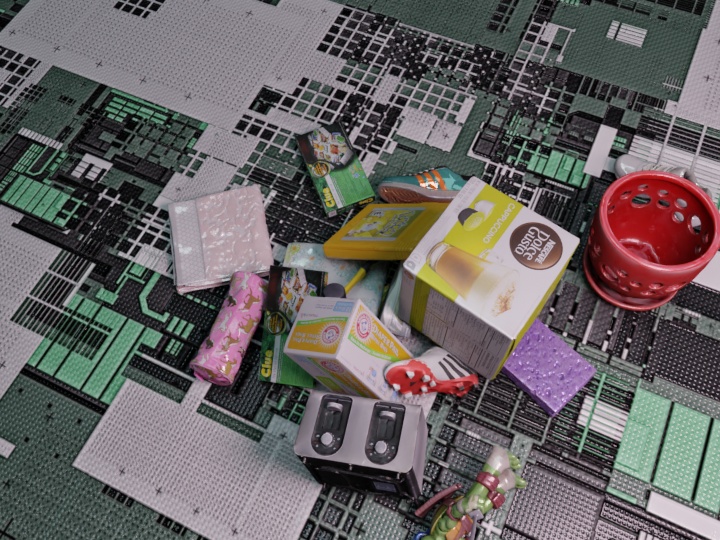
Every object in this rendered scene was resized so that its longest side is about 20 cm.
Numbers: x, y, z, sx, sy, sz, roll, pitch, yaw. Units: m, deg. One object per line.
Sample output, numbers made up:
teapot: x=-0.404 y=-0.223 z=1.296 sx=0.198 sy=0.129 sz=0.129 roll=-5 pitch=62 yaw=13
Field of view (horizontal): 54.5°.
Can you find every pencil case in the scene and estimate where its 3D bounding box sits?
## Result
pencil case: x=-0.226 y=0.102 z=1.230 sx=0.082 sy=0.087 sz=0.201 roll=24 pitch=63 yaw=-6

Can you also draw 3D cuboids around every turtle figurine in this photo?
turtle figurine: x=0.191 y=0.376 z=1.035 sx=0.194 sy=0.200 sz=0.144 roll=-46 pitch=103 yaw=-23

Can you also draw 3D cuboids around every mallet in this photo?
mallet: x=0.000 y=0.000 z=1.212 sx=0.041 sy=0.066 sz=0.200 roll=26 pitch=61 yaw=23

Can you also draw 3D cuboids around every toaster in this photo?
toaster: x=0.012 y=0.275 z=1.077 sx=0.179 sy=0.200 sz=0.119 roll=6 pitch=60 yaw=15

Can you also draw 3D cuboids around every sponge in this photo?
sponge: x=0.294 y=0.145 z=1.211 sx=0.111 sy=0.030 sz=0.200 roll=-40 pitch=66 yaw=-17

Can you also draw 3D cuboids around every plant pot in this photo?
plant pot: x=0.493 y=-0.044 z=1.212 sx=0.198 sy=0.183 sz=0.202 roll=-1 pitch=63 yaw=3

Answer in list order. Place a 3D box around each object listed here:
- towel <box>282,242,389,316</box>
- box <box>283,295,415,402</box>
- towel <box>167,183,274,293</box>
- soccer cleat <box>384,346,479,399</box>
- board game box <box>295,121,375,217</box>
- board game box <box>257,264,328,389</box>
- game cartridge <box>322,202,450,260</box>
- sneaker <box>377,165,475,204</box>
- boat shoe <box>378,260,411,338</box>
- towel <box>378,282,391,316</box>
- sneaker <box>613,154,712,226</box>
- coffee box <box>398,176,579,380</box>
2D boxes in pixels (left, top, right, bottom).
towel: x=-0.057 y=0.029 z=1.265 sx=0.198 sy=0.048 sz=0.172 roll=6 pitch=59 yaw=11
box: x=-0.013 y=0.135 z=1.119 sx=0.112 sy=0.200 sz=0.102 roll=1 pitch=58 yaw=37
towel: x=-0.272 y=-0.065 z=1.347 sx=0.189 sy=0.032 sz=0.201 roll=-12 pitch=63 yaw=-4
soccer cleat: x=0.113 y=0.162 z=1.149 sx=0.199 sy=0.069 sz=0.086 roll=11 pitch=42 yaw=-36
board game box: x=-0.053 y=-0.206 z=1.406 sx=0.104 sy=0.024 sz=0.201 roll=-18 pitch=62 yaw=-8
board game box: x=-0.117 y=0.096 z=1.205 sx=0.104 sy=0.023 sz=0.202 roll=7 pitch=91 yaw=12
game cartridge: x=0.058 y=-0.074 z=1.251 sx=0.199 sy=0.033 sz=0.176 roll=0 pitch=31 yaw=36
sneaker: x=0.133 y=-0.163 z=1.361 sx=0.198 sy=0.072 sz=0.080 roll=8 pitch=60 yaw=0
boat shoe: x=0.089 y=0.022 z=1.245 sx=0.064 sy=0.075 sz=0.203 roll=22 pitch=67 yaw=1
towel: x=0.041 y=0.074 z=1.267 sx=0.199 sy=0.018 sz=0.086 roll=-28 pitch=64 yaw=-11
sneaker: x=0.578 y=-0.173 z=1.322 sx=0.199 sy=0.100 sz=0.078 roll=35 pitch=69 yaw=19
coffee box: x=0.195 y=0.017 z=1.109 sx=0.197 sy=0.200 sz=0.200 roll=34 pitch=69 yaw=16
